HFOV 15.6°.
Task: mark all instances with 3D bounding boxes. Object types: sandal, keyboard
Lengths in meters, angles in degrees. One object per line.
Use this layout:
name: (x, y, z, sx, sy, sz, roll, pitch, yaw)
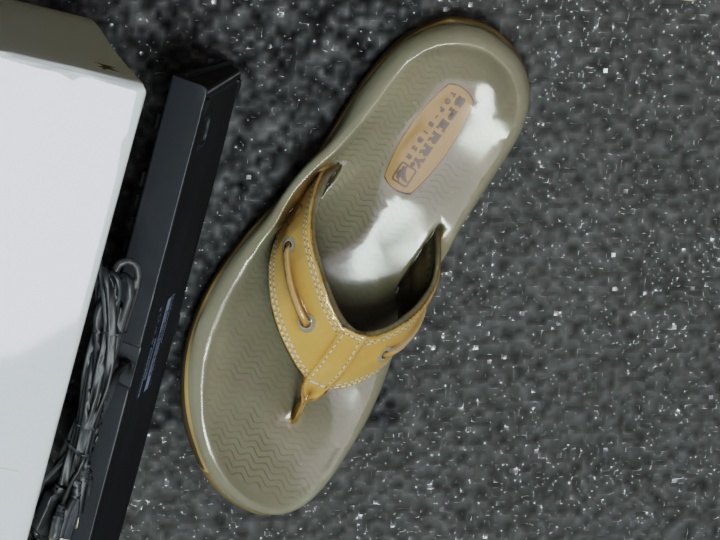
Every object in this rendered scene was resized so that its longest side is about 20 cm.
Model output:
sandal: (0.000, 0.000, 0.960, 0.080, 0.054, 0.200, 30, 96, -22)
keyboard: (-0.083, 0.028, 0.912, 0.021, 0.127, 0.201, 16, 102, 4)

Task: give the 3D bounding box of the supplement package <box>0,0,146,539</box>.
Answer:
supplement package: (-0.161, 0.007, 0.878, 0.121, 0.120, 0.201, 13, 102, -18)
